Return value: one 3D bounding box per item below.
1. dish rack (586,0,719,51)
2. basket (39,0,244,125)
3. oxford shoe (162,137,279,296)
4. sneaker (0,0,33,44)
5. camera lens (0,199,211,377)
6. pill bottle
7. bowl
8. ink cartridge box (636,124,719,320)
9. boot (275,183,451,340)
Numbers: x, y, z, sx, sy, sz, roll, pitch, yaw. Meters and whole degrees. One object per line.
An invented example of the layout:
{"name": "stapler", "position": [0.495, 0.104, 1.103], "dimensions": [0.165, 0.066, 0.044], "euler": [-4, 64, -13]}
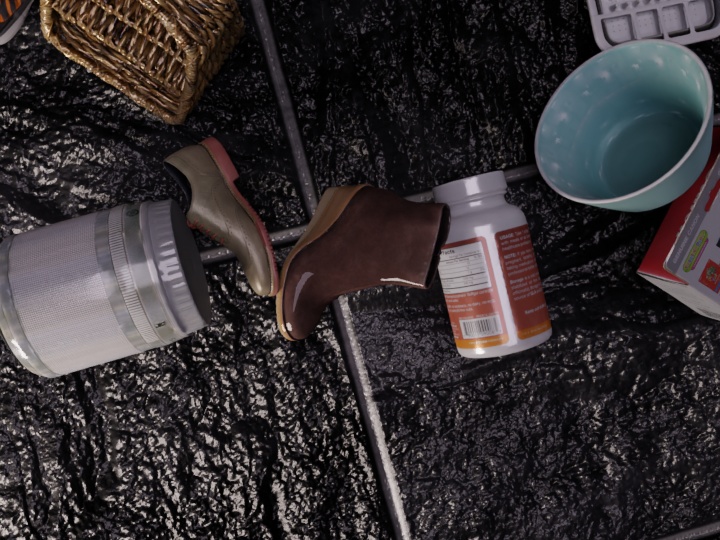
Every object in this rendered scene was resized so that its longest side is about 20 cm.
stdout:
{"name": "dish rack", "position": [0.344, -0.363, 0.883], "dimensions": [0.171, 0.044, 0.200], "euler": [-13, 92, -3]}
{"name": "basket", "position": [-0.248, -0.276, 0.795], "dimensions": [0.200, 0.143, 0.149], "euler": [35, 88, -4]}
{"name": "oxford shoe", "position": [-0.159, -0.052, 0.831], "dimensions": [0.075, 0.070, 0.200], "euler": [-24, 79, -27]}
{"name": "sneaker", "position": [-0.385, -0.346, 0.799], "dimensions": [0.077, 0.112, 0.200], "euler": [27, 90, -4]}
{"name": "camera lens", "position": [-0.280, 0.018, 0.792], "dimensions": [0.200, 0.160, 0.160], "euler": [-16, 92, -3]}
{"name": "pill bottle", "position": [0.146, -0.008, 0.844], "dimensions": [0.112, 0.112, 0.200], "euler": [-13, 92, -3]}
{"name": "bowl", "position": [0.312, -0.146, 0.828], "dimensions": [0.105, 0.201, 0.201], "euler": [30, 89, -41]}
{"name": "ink cartridge box", "position": [0.420, -0.061, 0.848], "dimensions": [0.175, 0.084, 0.200], "euler": [28, 89, -26]}
{"name": "boot", "position": [0.000, 0.000, 0.818], "dimensions": [0.166, 0.072, 0.200], "euler": [16, 83, 34]}
